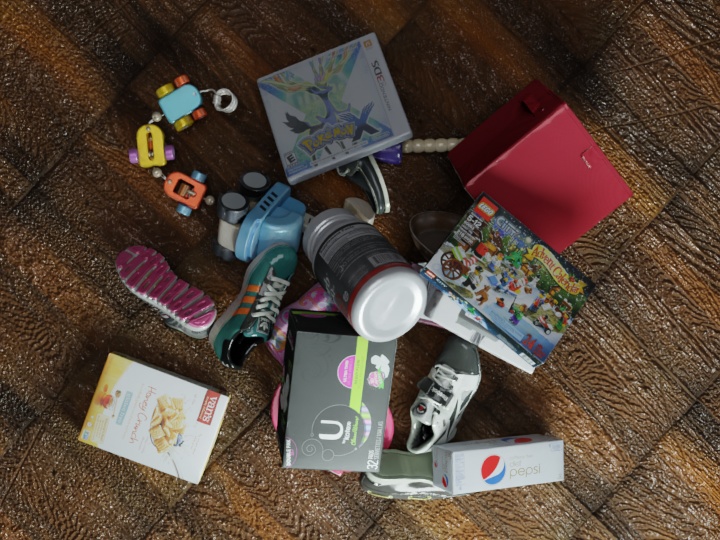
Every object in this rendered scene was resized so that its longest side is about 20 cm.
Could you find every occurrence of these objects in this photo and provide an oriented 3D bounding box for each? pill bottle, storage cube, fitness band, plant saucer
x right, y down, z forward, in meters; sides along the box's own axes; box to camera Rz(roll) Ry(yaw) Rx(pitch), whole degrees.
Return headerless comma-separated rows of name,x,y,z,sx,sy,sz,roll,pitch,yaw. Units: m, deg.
pill bottle,0.000,0.000,1.301,0.115,0.200,0.117,-15,127,-21
storage cube,0.257,-0.140,1.349,0.179,0.171,0.200,-38,110,11
fitness band,-0.043,0.230,1.442,0.198,0.037,0.145,30,86,-3
plant saucer,0.162,-0.027,1.381,0.198,0.201,0.032,18,115,-2

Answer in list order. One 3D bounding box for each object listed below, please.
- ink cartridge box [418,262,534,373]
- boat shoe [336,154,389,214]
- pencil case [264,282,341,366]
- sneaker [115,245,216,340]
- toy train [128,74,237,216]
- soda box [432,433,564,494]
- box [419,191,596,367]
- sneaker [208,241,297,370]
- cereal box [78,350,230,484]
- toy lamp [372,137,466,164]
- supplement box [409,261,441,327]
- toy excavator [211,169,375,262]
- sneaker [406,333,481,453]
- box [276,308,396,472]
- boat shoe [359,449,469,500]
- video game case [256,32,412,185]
ink cartridge box,0.158,0.064,1.298,0.198,0.116,0.068,29,89,-1
boat shoe,-0.016,-0.169,1.421,0.067,0.072,0.202,-27,82,-10
pencil case,-0.063,0.063,1.418,0.199,0.087,0.088,-35,91,-1
sneaker,-0.296,0.041,1.412,0.199,0.088,0.074,34,63,18
toy train,-0.269,-0.195,1.425,0.149,0.056,0.202,21,92,-3
soda box,0.210,0.291,1.402,0.197,0.068,0.065,0,90,-24
box,0.197,0.011,1.231,0.199,0.038,0.137,39,73,1
sneaker,-0.145,0.057,1.350,0.071,0.080,0.201,21,107,-42
cereal box,-0.316,0.226,1.427,0.198,0.040,0.146,20,89,-2
toy lamp,0.112,-0.193,1.437,0.197,0.058,0.059,0,90,-3
supplement box,0.158,0.050,1.411,0.197,0.110,0.087,13,90,-2
toy excavator,-0.099,-0.069,1.392,0.198,0.195,0.101,26,133,9
sneaker,0.120,0.191,1.383,0.074,0.088,0.202,27,115,31
box,-0.039,0.171,1.337,0.146,0.124,0.203,4,102,-11
boat shoe,0.096,0.321,1.435,0.198,0.072,0.061,9,134,-14
video game case,-0.041,-0.245,1.394,0.198,0.022,0.184,-21,71,5
